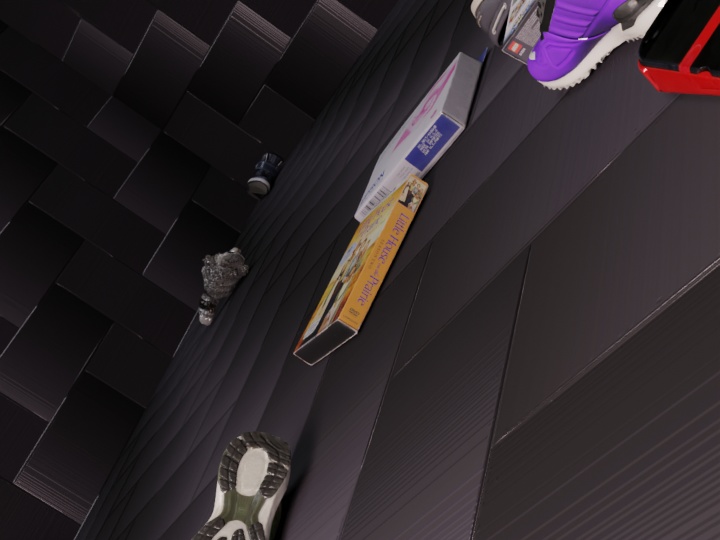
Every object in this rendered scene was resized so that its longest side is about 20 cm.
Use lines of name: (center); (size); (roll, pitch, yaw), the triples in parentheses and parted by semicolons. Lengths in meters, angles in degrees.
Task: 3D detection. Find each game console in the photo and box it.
game console: (0.250, -0.190, 0.624); (0.202, 0.031, 0.177); (-57, 15, 6)

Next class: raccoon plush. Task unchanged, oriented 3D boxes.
raccoon plush: (-0.321, 0.041, 2.566); (0.134, 0.095, 0.204); (-162, 76, -66)

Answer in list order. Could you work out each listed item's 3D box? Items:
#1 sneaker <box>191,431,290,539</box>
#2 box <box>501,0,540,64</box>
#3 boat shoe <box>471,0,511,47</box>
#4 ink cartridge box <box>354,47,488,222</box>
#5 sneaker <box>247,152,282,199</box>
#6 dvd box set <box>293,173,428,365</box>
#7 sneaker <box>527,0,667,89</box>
sneaker: (-0.104, 0.245, 0.935); (0.089, 0.076, 0.202); (89, -163, -46)
box: (0.208, -0.311, 1.064); (0.200, 0.034, 0.111); (-53, 16, 49)
boat shoe: (0.206, -0.331, 1.216); (0.200, 0.072, 0.064); (-41, 61, 43)
ink cartridge box: (0.077, -0.173, 1.343); (0.197, 0.043, 0.201); (-50, 14, 38)
sneaker: (-0.305, -0.318, 3.481); (0.148, 0.076, 0.202); (-62, 10, -10)
dvd box set: (0.000, 0.000, 1.209); (0.202, 0.029, 0.146); (-63, 11, -27)
sneaker: (0.171, -0.217, 0.850); (0.070, 0.099, 0.200); (-58, 10, -19)
